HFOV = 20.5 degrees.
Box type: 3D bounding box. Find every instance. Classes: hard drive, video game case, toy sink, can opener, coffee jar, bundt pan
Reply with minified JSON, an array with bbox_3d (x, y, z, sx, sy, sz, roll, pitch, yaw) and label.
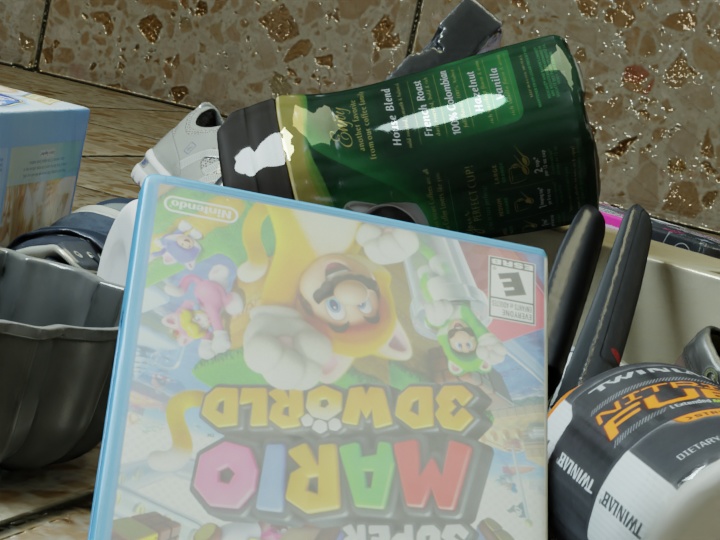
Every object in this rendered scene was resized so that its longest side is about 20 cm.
[{"bbox_3d":[0.033,-0.094,1.368,0.038,0.140,0.200,42,-15,8],"label":"hard drive"},{"bbox_3d":[-0.010,0.066,0.622,0.142,0.201,0.018,11,-35,-10],"label":"video game case"},{"bbox_3d":[0.162,0.053,1.114,0.199,0.131,0.112,17,8,38],"label":"toy sink"},{"bbox_3d":[0.103,0.042,0.985,0.063,0.079,0.200,12,51,26],"label":"can opener"},{"bbox_3d":[0.025,-0.057,1.073,0.199,0.086,0.104,-13,-33,1],"label":"coffee jar"},{"bbox_3d":[-0.192,0.035,0.874,0.201,0.076,0.202,11,7,-1],"label":"bundt pan"}]

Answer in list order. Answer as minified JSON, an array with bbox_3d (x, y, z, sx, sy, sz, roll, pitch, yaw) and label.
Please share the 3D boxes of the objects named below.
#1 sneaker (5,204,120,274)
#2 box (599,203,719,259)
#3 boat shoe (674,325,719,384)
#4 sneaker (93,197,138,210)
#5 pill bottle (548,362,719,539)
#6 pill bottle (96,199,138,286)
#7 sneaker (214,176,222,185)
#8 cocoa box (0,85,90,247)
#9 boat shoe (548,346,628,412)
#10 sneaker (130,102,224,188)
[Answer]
[{"bbox_3d":[-0.106,0.027,1.096,0.201,0.077,0.146,18,13,12],"label":"sneaker"},{"bbox_3d":[0.172,0.032,1.278,0.114,0.133,0.200,11,7,-37],"label":"box"},{"bbox_3d":[0.216,0.099,0.911,0.072,0.066,0.201,-16,44,-42],"label":"boat shoe"},{"bbox_3d":[-0.157,-0.012,1.308,0.082,0.071,0.200,12,5,-35],"label":"sneaker"},{"bbox_3d":[0.130,0.098,0.809,0.106,0.107,0.200,10,7,-12],"label":"pill bottle"},{"bbox_3d":[-0.032,0.034,1.009,0.199,0.113,0.112,10,7,-18],"label":"pill bottle"},{"bbox_3d":[0.000,0.000,1.181,0.200,0.072,0.083,38,-24,-24],"label":"sneaker"},{"bbox_3d":[-0.254,-0.042,1.137,0.130,0.134,0.200,13,8,9],"label":"cocoa box"},{"bbox_3d":[0.128,0.085,1.019,0.199,0.074,0.067,20,8,42],"label":"boat shoe"},{"bbox_3d":[-0.080,-0.059,1.288,0.075,0.082,0.200,32,1,-42],"label":"sneaker"}]
